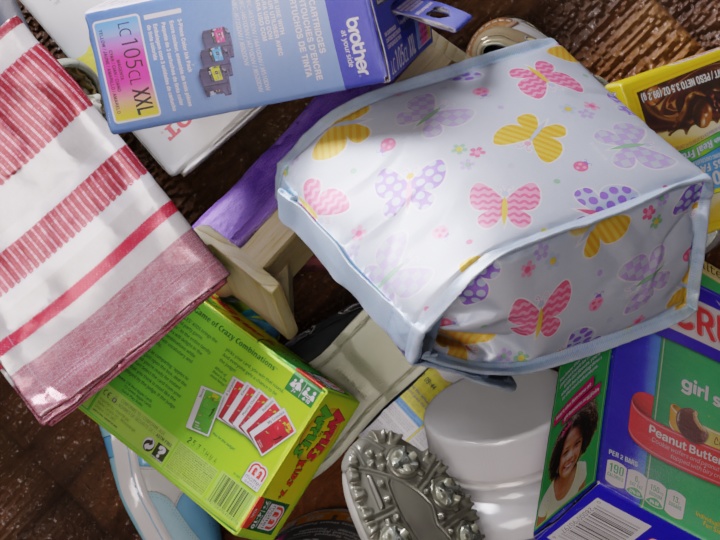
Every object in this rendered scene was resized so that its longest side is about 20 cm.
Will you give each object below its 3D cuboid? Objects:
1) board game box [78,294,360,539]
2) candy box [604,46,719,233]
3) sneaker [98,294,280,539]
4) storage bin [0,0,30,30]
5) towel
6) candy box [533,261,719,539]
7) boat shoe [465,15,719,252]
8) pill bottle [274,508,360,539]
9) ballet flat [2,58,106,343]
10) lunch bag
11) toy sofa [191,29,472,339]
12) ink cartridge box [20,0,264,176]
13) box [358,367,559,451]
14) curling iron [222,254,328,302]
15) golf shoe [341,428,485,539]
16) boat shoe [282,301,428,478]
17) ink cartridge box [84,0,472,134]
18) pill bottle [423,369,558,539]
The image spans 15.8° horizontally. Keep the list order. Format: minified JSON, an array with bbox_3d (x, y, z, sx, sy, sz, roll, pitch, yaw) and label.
[{"bbox_3d":[-0.107,0.066,1.572,0.200,0.048,0.102,35,95,28],"label":"board game box"},{"bbox_3d":[0.247,-0.090,1.547,0.199,0.026,0.103,-20,99,-21],"label":"candy box"},{"bbox_3d":[-0.096,0.092,1.656,0.130,0.080,0.201,-18,96,13],"label":"sneaker"},{"bbox_3d":[-0.266,-0.080,1.636,0.134,0.145,0.201,-19,97,46],"label":"storage bin"},{"bbox_3d":[-0.191,-0.028,1.519,0.144,0.023,0.200,-40,88,7],"label":"towel"},{"bbox_3d":[0.197,0.097,1.522,0.168,0.201,0.077,28,136,-18],"label":"candy box"},{"bbox_3d":[0.143,-0.076,1.595,0.200,0.068,0.075,39,103,2],"label":"boat shoe"},{"bbox_3d":[-0.027,0.225,1.602,0.115,0.200,0.117,1,99,8],"label":"pill bottle"},{"bbox_3d":[-0.182,-0.032,1.559,0.064,0.067,0.201,-22,66,51],"label":"ballet flat"},{"bbox_3d":[0.069,-0.026,1.460,0.199,0.170,0.128,-18,132,-28],"label":"lunch bag"},{"bbox_3d":[-0.022,-0.068,1.573,0.097,0.083,0.200,38,77,18],"label":"toy sofa"},{"bbox_3d":[-0.120,-0.179,1.615,0.145,0.083,0.200,-40,90,13],"label":"ink cartridge box"},{"bbox_3d":[0.073,0.037,1.636,0.200,0.048,0.117,-43,90,15],"label":"box"},{"bbox_3d":[0.000,0.000,1.608,0.199,0.050,0.026,0,123,11],"label":"curling iron"},{"bbox_3d":[0.038,0.190,1.528,0.097,0.078,0.201,-28,96,52],"label":"golf shoe"},{"bbox_3d":[-0.021,0.071,1.601,0.199,0.066,0.075,-43,89,16],"label":"boat shoe"},{"bbox_3d":[-0.040,-0.141,1.486,0.199,0.136,0.077,-11,102,16],"label":"ink cartridge box"},{"bbox_3d":[0.103,0.169,1.592,0.112,0.113,0.201,-8,115,11],"label":"pill bottle"}]
